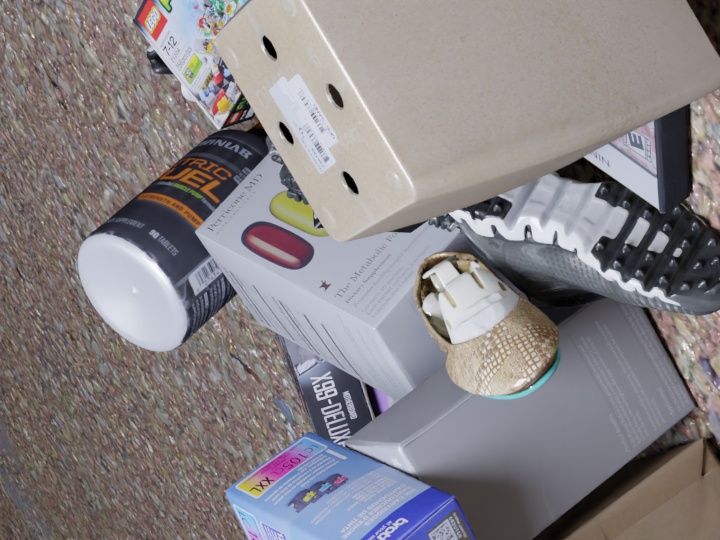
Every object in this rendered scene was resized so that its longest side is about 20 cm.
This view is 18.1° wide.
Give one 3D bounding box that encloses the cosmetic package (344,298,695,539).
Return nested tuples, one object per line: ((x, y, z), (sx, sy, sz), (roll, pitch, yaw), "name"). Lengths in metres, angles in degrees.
((0.102, 0.098, 1.431), (0.107, 0.200, 0.090), (62, 158, -12), "cosmetic package")

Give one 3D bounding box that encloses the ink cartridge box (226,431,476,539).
((0.019, 0.191, 1.375), (0.200, 0.076, 0.137), (16, 137, 54), "ink cartridge box")

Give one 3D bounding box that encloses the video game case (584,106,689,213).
((0.116, -0.152, 1.298), (0.181, 0.025, 0.200), (40, 152, 39), "video game case")

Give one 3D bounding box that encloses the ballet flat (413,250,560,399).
((0.068, 0.028, 1.388), (0.065, 0.070, 0.200), (55, 175, -14), "ballet flat")

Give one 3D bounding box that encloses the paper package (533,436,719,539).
((0.151, 0.212, 1.495), (0.104, 0.190, 0.200), (57, 157, 0), "paper package")

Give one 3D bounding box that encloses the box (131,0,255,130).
((-0.079, -0.202, 1.539), (0.110, 0.035, 0.200), (50, 135, 17), "box")

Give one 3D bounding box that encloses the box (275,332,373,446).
((-0.039, 0.052, 1.783), (0.200, 0.050, 0.158), (-114, 6, -57), "box")

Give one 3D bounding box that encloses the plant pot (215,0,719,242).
((0.041, -0.124, 1.226), (0.200, 0.177, 0.200), (59, 157, -2), "plant pot")

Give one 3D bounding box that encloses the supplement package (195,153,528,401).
((0.000, 0.000, 1.586), (0.200, 0.114, 0.110), (26, 157, 43), "supplement package")

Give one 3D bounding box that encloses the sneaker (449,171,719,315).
((0.140, -0.012, 1.366), (0.200, 0.067, 0.091), (21, 154, 28), "sneaker")

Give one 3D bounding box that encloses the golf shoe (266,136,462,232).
((0.040, -0.085, 1.482), (0.199, 0.095, 0.078), (14, 137, 26), "golf shoe")

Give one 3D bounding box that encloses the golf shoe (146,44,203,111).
((-0.077, -0.136, 1.646), (0.200, 0.094, 0.078), (32, 146, 45), "golf shoe")

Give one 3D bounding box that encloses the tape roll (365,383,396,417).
((0.088, 0.122, 1.681), (0.200, 0.066, 0.200), (45, 156, 27), "tape roll")

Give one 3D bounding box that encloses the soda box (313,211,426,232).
((0.008, -0.127, 1.382), (0.063, 0.070, 0.201), (148, 123, -69), "soda box")

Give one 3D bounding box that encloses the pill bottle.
((-0.111, -0.036, 1.698), (0.106, 0.200, 0.106), (25, 138, 25), "pill bottle")
